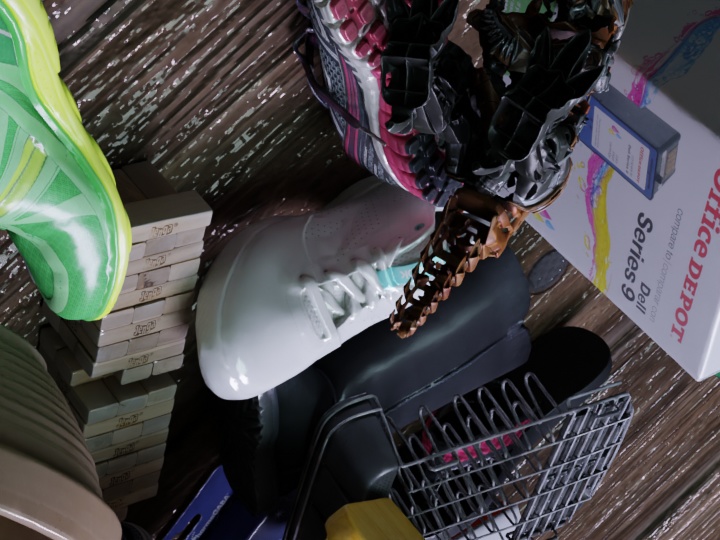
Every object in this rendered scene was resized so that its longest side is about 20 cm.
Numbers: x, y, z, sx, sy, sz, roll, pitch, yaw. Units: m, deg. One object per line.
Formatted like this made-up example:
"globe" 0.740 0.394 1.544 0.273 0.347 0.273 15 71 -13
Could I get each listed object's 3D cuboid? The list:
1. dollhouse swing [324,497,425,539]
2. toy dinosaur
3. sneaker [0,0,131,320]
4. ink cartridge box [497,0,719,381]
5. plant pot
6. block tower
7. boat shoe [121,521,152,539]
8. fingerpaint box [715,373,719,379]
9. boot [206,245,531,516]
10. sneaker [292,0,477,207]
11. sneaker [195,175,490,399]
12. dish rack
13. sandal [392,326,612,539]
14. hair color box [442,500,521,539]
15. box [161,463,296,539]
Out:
"dollhouse swing" -0.041 0.239 0.888 0.200 0.182 0.176 -39 -175 16
"toy dinosaur" 0.072 -0.064 0.805 0.136 0.102 0.201 48 48 -65
"sneaker" -0.156 -0.052 0.725 0.083 0.074 0.200 -35 135 -18
"ink cartridge box" 0.156 -0.065 0.917 0.087 0.200 0.146 -23 141 -28
"plant pot" -0.193 0.071 0.752 0.201 0.200 0.093 52 45 -55
"block tower" -0.123 0.038 0.864 0.054 0.058 0.201 -16 138 -35
"boat shoe" -0.198 0.169 0.903 0.200 0.075 0.093 -29 136 -23
"fingerpaint box" 0.223 -0.038 1.044 0.073 0.167 0.200 -28 143 -26
"boot" 0.012 0.040 0.992 0.199 0.066 0.165 -26 151 -19
"sneaker" -0.001 -0.116 0.822 0.081 0.075 0.201 -43 135 -29
"sneaker" 0.000 0.000 0.876 0.200 0.088 0.076 -38 121 -45
"dish rack" 0.061 0.120 1.019 0.199 0.055 0.154 -14 144 -26
"sandal" 0.080 0.097 1.125 0.200 0.075 0.045 -42 140 -18
"hair color box" 0.021 0.229 1.108 0.199 0.061 0.102 -22 102 -30
"box" -0.054 0.187 1.110 0.121 0.032 0.200 -53 144 12
